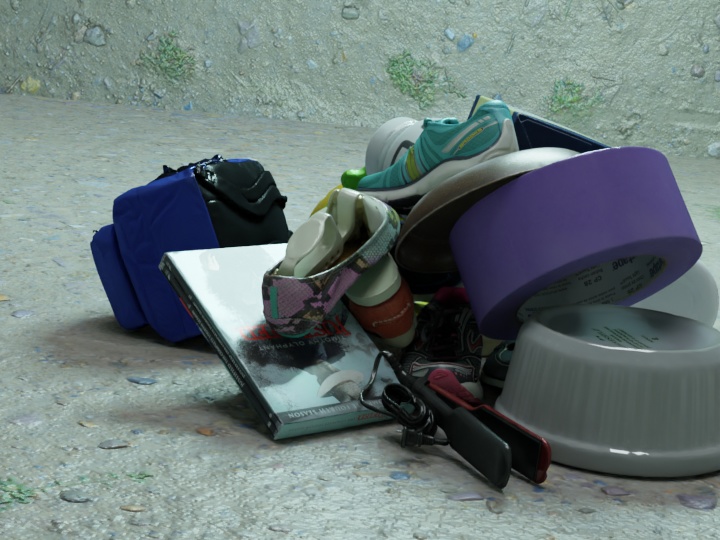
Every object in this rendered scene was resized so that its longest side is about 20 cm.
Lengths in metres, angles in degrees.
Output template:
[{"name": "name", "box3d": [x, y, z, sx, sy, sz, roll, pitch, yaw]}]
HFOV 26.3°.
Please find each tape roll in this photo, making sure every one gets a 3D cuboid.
[{"name": "tape roll", "box3d": [0.180, -0.020, 1.299, 0.198, 0.086, 0.200, -16, -19, -5]}]

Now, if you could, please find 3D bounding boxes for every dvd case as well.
[{"name": "dvd case", "box3d": [-0.060, 0.052, 1.265, 0.145, 0.022, 0.200, -4, 46, -40]}]

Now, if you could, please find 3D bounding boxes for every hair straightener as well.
[{"name": "hair straightener", "box3d": [0.057, 0.108, 1.171, 0.076, 0.041, 0.200, -3, 25, -32]}]

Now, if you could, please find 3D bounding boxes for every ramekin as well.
[{"name": "ramekin", "box3d": [0.211, 0.090, 1.240, 0.200, 0.095, 0.202, 5, 11, -1]}]

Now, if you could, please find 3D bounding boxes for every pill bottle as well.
[{"name": "pill bottle", "box3d": [0.090, -0.086, 1.519, 0.110, 0.112, 0.200, -3, 22, -34]}, {"name": "pill bottle", "box3d": [0.296, 0.015, 1.604, 0.110, 0.112, 0.200, 4, 12, -3]}]

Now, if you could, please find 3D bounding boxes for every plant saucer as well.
[{"name": "plant saucer", "box3d": [0.120, -0.054, 1.321, 0.198, 0.032, 0.200, -16, -20, -6]}]

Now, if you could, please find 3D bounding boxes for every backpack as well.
[{"name": "backpack", "box3d": [-0.155, -0.028, 1.501, 0.166, 0.164, 0.200, -12, 7, 22]}]

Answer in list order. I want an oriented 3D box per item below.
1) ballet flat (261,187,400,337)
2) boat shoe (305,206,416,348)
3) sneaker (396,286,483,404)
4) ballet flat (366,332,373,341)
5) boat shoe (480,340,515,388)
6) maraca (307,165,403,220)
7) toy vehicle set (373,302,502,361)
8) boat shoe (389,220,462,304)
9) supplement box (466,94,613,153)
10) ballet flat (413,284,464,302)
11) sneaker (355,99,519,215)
[{"name": "ballet flat", "box3d": [-0.022, -0.023, 1.281, 0.069, 0.072, 0.200, 12, 37, 25]}, {"name": "boat shoe", "box3d": [0.000, 0.000, 1.378, 0.071, 0.063, 0.200, -31, 31, -3]}, {"name": "sneaker", "box3d": [0.069, 0.067, 1.344, 0.080, 0.075, 0.200, 5, 12, 2]}, {"name": "ballet flat", "box3d": [-0.028, 0.065, 1.376, 0.071, 0.073, 0.200, 10, 13, 24]}, {"name": "boat shoe", "box3d": [0.159, 0.065, 1.421, 0.072, 0.062, 0.200, 12, 14, 17]}, {"name": "maraca", "box3d": [0.007, -0.053, 1.674, 0.136, 0.201, 0.107, -5, 52, -31]}, {"name": "toy vehicle set", "box3d": [0.041, 0.049, 1.542, 0.123, 0.027, 0.200, -1, 13, -28]}, {"name": "boat shoe", "box3d": [0.018, -0.009, 1.473, 0.068, 0.085, 0.199, -3, 2, -42]}, {"name": "supplement box", "box3d": [0.170, -0.068, 1.670, 0.133, 0.202, 0.200, 20, 9, -12]}, {"name": "ballet flat", "box3d": [0.031, 0.004, 1.559, 0.199, 0.070, 0.069, 9, 12, 37]}, {"name": "sneaker", "box3d": [0.071, -0.096, 1.388, 0.077, 0.080, 0.199, 13, -20, -38]}]
